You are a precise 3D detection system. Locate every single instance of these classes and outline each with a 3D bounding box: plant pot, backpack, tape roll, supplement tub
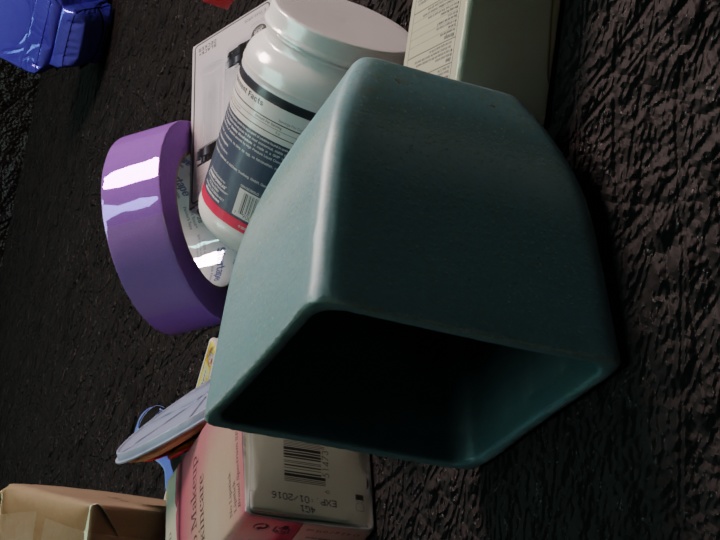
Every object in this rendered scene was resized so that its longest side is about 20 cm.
[{"bbox_3d":[0.026,-0.013,1.000,0.196,0.195,0.201,133,143,-55],"label":"plant pot"},{"bbox_3d":[-0.493,-0.407,2.626,0.163,0.167,0.200,-66,-8,21],"label":"backpack"},{"bbox_3d":[-0.176,-0.042,1.563,0.200,0.065,0.202,-13,-90,-73],"label":"tape roll"},{"bbox_3d":[-0.043,-0.113,1.312,0.141,0.139,0.201,-115,41,-58],"label":"supplement tub"}]

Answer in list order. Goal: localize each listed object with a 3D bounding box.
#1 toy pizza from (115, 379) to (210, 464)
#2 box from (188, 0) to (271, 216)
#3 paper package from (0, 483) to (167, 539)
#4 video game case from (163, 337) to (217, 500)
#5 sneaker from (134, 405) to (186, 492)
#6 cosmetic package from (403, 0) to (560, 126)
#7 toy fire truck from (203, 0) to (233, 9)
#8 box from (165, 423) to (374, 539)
[{"bbox_3d":[-0.127,0.121,1.414,0.032,0.200,0.200,58,157,-5],"label":"toy pizza"},{"bbox_3d":[-0.105,-0.149,1.550,0.116,0.060,0.201,-27,51,32],"label":"box"},{"bbox_3d":[-0.213,0.260,1.464,0.200,0.190,0.104,-3,79,56],"label":"paper package"},{"bbox_3d":[-0.152,0.196,1.612,0.182,0.023,0.201,-122,46,-61],"label":"video game case"},{"bbox_3d":[-0.166,0.159,1.550,0.078,0.070,0.200,-68,25,8],"label":"sneaker"},{"bbox_3d":[0.087,-0.195,1.105,0.103,0.073,0.202,171,108,-68],"label":"cosmetic package"},{"bbox_3d":[-0.078,-0.334,1.514,0.049,0.140,0.201,136,139,-57],"label":"toy fire truck"},{"bbox_3d":[-0.079,0.189,1.297,0.200,0.108,0.129,126,147,-48],"label":"box"}]
